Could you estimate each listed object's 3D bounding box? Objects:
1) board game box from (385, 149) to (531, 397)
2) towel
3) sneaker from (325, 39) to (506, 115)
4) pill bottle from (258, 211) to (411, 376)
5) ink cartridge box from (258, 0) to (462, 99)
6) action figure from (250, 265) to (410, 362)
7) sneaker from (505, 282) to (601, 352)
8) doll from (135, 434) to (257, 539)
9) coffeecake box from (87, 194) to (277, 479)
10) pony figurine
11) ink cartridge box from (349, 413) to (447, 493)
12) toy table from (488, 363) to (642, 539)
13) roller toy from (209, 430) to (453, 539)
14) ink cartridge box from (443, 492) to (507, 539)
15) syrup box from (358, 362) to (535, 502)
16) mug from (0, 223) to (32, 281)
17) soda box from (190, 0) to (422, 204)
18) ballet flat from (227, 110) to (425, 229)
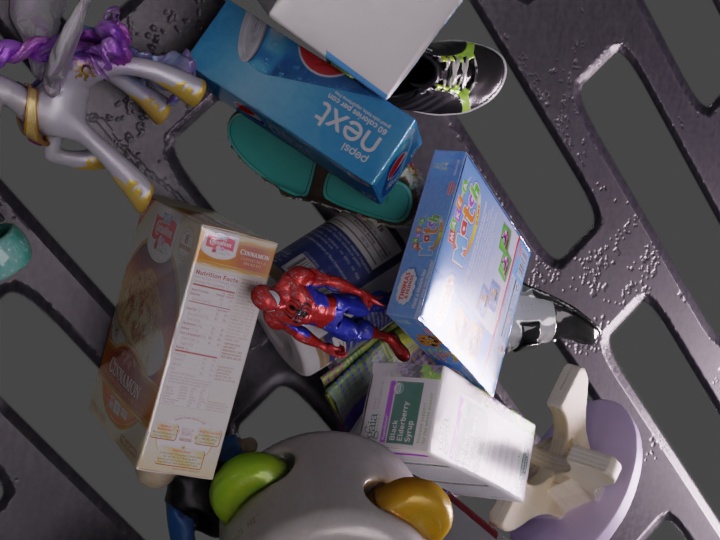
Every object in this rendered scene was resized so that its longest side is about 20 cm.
[{"bbox_3d":[0.094,0.008,1.028,0.200,0.036,0.153,47,57,-56],"label":"board game box"},{"bbox_3d":[0.044,0.130,1.134,0.143,0.023,0.201,-35,137,-12],"label":"towel"},{"bbox_3d":[0.061,-0.177,1.075,0.197,0.083,0.073,-6,105,-26],"label":"sneaker"},{"bbox_3d":[0.000,0.000,1.069,0.199,0.111,0.112,-32,114,-17],"label":"pill bottle"},{"bbox_3d":[-0.014,-0.257,0.965,0.128,0.201,0.126,31,105,-28],"label":"ink cartridge box"},{"bbox_3d":[-0.017,0.037,0.961,0.198,0.052,0.066,16,116,-45],"label":"action figure"},{"bbox_3d":[0.155,0.052,1.185,0.198,0.074,0.090,22,92,-19],"label":"sneaker"},{"bbox_3d":[-0.129,0.223,1.091,0.199,0.048,0.138,35,85,-29],"label":"doll"},{"bbox_3d":[-0.155,0.051,0.978,0.072,0.153,0.203,13,95,-30],"label":"coffeecake box"},{"bbox_3d":[-0.227,-0.160,0.906,0.198,0.167,0.195,21,106,-36],"label":"pony figurine"},{"bbox_3d":[0.010,0.263,1.140,0.200,0.043,0.200,-56,138,-4],"label":"ink cartridge box"},{"bbox_3d":[0.204,0.202,1.196,0.117,0.182,0.202,48,53,-41],"label":"toy table"},{"bbox_3d":[-0.026,0.244,0.961,0.196,0.140,0.185,-2,119,-7],"label":"roller toy"},{"bbox_3d":[0.125,0.357,1.165,0.145,0.145,0.201,-48,138,-11],"label":"ink cartridge box"},{"bbox_3d":[0.085,0.154,1.078,0.199,0.080,0.080,36,61,-51],"label":"syrup box"},{"bbox_3d":[-0.356,0.034,0.895,0.182,0.114,0.155,1,101,-27],"label":"mug"},{"bbox_3d":[-0.048,-0.142,0.974,0.199,0.064,0.068,34,84,13],"label":"soda box"},{"bbox_3d":[-0.026,-0.093,1.032,0.198,0.064,0.077,27,114,13],"label":"ballet flat"}]
